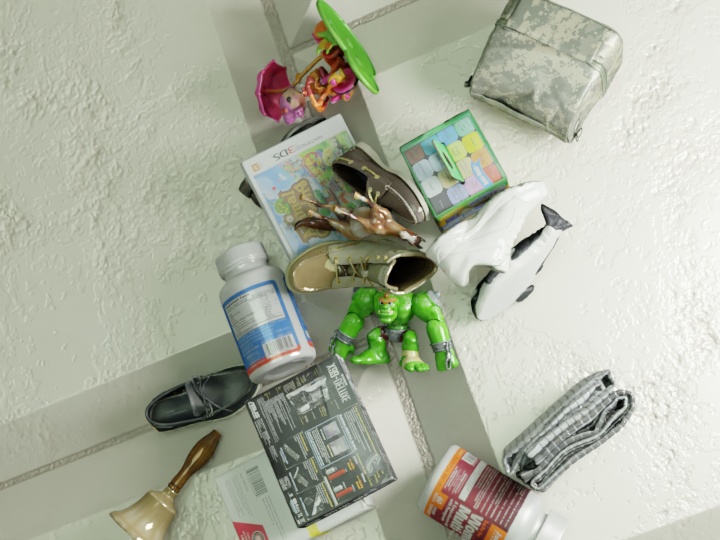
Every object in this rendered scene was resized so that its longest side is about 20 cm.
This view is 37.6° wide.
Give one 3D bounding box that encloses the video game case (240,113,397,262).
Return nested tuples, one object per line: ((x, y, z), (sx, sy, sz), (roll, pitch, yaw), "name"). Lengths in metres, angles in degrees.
((-0.063, -0.118, 1.649), (0.181, 0.022, 0.202), (-28, 89, -15), "video game case")

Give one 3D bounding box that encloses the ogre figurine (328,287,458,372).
((0.049, 0.085, 1.605), (0.198, 0.098, 0.122), (5, 95, 40), "ogre figurine")

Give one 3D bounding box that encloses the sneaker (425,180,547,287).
((0.196, -0.049, 1.520), (0.199, 0.078, 0.100), (-36, 87, 0), "sneaker")

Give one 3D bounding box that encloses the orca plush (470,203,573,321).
((0.223, -0.020, 1.583), (0.071, 0.104, 0.201), (55, 130, 41), "orca plush")

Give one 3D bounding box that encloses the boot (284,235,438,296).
((0.000, 0.000, 1.565), (0.198, 0.154, 0.073), (-14, 107, -21), "boot")

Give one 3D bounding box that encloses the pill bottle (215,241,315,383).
((-0.153, 0.063, 1.639), (0.111, 0.112, 0.202), (-24, 75, 6), "pill bottle")

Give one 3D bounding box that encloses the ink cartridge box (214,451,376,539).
((-0.095, 0.334, 1.589), (0.198, 0.083, 0.146), (-27, 74, 6), "ink cartridge box")

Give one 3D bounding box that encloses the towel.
((0.293, 0.231, 1.489), (0.200, 0.166, 0.086), (-42, 80, 2), "towel")

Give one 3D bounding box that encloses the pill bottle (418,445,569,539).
((0.191, 0.346, 1.515), (0.199, 0.110, 0.110), (30, 86, 15), "pill bottle")

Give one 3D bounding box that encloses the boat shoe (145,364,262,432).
((-0.248, 0.201, 1.658), (0.198, 0.062, 0.075), (-20, 74, 6), "boat shoe")

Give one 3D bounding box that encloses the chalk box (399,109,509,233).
((0.142, -0.146, 1.570), (0.123, 0.200, 0.125), (-28, 76, 4), "chalk box")

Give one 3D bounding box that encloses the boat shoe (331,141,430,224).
((0.029, -0.123, 1.579), (0.059, 0.072, 0.200), (-29, 48, -18), "boat shoe")

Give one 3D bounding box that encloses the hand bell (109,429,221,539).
((-0.284, 0.332, 1.642), (0.104, 0.104, 0.200), (36, 75, 15), "hand bell")

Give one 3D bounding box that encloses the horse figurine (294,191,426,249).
((-0.011, -0.075, 1.562), (0.199, 0.132, 0.051), (-1, 70, 50), "horse figurine")

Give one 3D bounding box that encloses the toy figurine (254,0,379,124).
((-0.082, -0.298, 1.682), (0.183, 0.150, 0.201), (-36, 51, 16), "toy figurine")

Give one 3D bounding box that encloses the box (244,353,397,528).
((-0.058, 0.245, 1.530), (0.156, 0.050, 0.202), (-28, 74, 5), "box")

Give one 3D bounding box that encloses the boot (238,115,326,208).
((-0.079, -0.128, 1.691), (0.174, 0.069, 0.200), (44, 86, 7), "boot")

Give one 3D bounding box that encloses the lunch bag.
((0.276, -0.303, 1.605), (0.199, 0.139, 0.169), (29, 86, 16), "lunch bag")
